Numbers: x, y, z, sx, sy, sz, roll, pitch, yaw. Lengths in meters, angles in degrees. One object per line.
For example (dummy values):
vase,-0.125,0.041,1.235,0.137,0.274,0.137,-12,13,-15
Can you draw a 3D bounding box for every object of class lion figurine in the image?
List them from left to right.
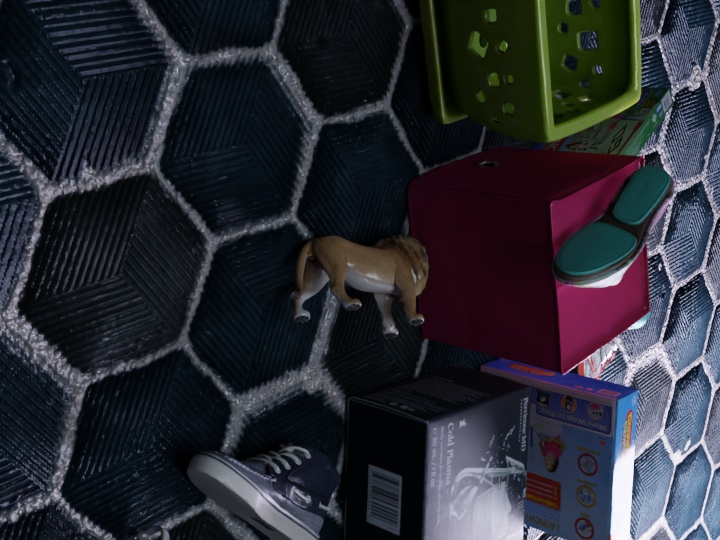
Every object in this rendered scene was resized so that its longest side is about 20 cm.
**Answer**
lion figurine,0.000,0.000,0.991,0.199,0.072,0.123,18,51,-40

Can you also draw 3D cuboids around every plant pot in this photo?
plant pot,0.180,-0.262,1.049,0.198,0.181,0.201,-26,116,-41

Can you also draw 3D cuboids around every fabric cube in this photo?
fabric cube,0.196,-0.024,1.100,0.196,0.199,0.201,-24,114,-40

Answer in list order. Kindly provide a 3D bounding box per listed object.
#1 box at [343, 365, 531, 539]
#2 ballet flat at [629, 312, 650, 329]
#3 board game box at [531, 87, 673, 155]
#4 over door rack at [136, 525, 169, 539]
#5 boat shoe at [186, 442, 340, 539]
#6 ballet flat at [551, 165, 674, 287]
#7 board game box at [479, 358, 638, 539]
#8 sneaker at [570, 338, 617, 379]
box,0.091,0.233,1.099,0.196,0.123,0.202,-9,105,-47
ballet flat,0.350,0.021,1.368,0.200,0.070,0.071,38,71,-41
board game box,0.297,-0.166,1.223,0.200,0.134,0.029,-50,130,-28
over door rack,-0.178,0.355,0.870,0.148,0.066,0.201,43,46,-42
boat shoe,-0.091,0.202,0.947,0.200,0.074,0.093,54,53,-47
ballet flat,0.265,-0.030,0.989,0.200,0.069,0.071,-45,146,-31
board game box,0.243,0.228,1.199,0.056,0.199,0.197,-12,107,-46
sneaker,0.325,0.160,1.366,0.108,0.067,0.203,-15,106,-41
